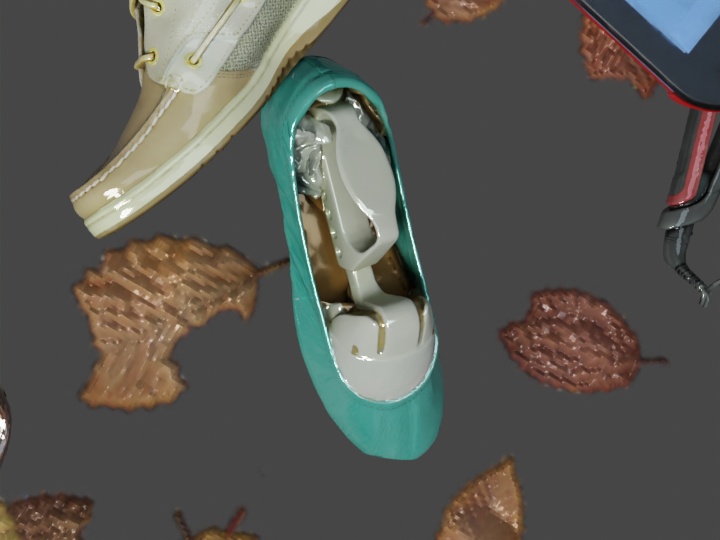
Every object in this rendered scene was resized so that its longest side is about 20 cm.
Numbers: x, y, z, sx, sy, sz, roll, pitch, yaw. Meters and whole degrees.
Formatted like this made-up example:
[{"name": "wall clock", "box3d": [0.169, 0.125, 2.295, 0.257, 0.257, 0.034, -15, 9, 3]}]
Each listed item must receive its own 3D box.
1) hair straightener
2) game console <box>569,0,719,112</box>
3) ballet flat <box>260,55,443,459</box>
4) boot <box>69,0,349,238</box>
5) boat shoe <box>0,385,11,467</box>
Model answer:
[{"name": "hair straightener", "box3d": [0.203, -0.077, 0.834, 0.076, 0.041, 0.203, 14, 85, -18]}, {"name": "game console", "box3d": [0.157, -0.196, 0.793, 0.200, 0.031, 0.177, 41, 89, -4]}, {"name": "ballet flat", "box3d": [0.000, 0.000, 0.763, 0.067, 0.070, 0.203, -18, 99, -15]}, {"name": "boot", "box3d": [-0.098, -0.131, 0.725, 0.155, 0.072, 0.201, 43, 76, -16]}, {"name": "boat shoe", "box3d": [-0.223, 0.125, 0.704, 0.070, 0.070, 0.200, 43, 80, -15]}]
